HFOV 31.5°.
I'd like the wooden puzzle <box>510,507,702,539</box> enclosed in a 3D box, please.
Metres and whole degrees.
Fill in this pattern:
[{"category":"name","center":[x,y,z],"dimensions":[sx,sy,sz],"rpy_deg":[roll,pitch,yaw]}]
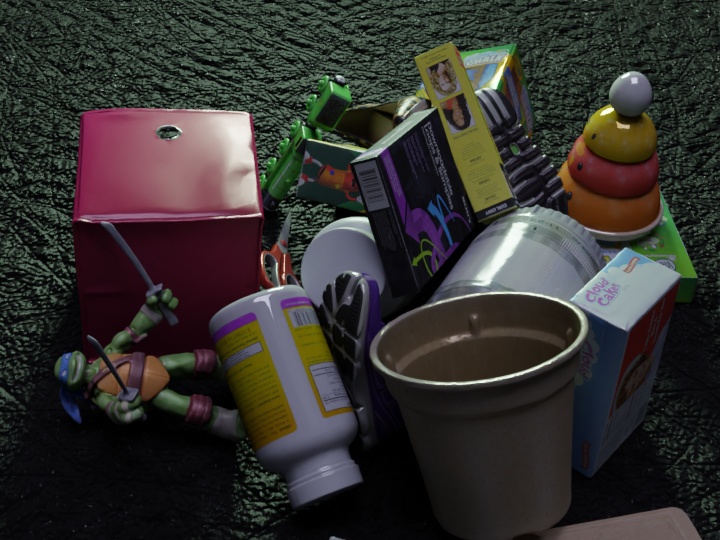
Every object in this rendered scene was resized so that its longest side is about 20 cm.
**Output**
[{"category":"wooden puzzle","center":[0.247,0.301,1.152],"dimensions":[0.199,0.037,0.185],"rpy_deg":[-3,39,-17]}]

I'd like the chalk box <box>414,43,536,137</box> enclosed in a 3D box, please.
[{"category":"chalk box","center":[0.155,-0.213,1.684],"dimensions":[0.123,0.125,0.200],"rpy_deg":[-6,34,24]}]

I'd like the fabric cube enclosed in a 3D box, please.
[{"category":"fabric cube","center":[-0.209,-0.039,1.392],"dimensions":[0.195,0.201,0.200],"rpy_deg":[-1,39,-9]}]

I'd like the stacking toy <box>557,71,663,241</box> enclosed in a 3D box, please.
[{"category":"stacking toy","center":[0.305,-0.149,1.519],"dimensions":[0.145,0.201,0.146],"rpy_deg":[3,38,-2]}]

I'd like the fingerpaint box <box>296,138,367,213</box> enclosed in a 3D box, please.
[{"category":"fingerpaint box","center":[0.032,-0.101,1.528],"dimensions":[0.166,0.074,0.200],"rpy_deg":[14,6,11]}]

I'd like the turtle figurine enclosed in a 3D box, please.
[{"category":"turtle figurine","center":[-0.192,0.089,1.250],"dimensions":[0.193,0.201,0.144],"rpy_deg":[15,20,-18]}]

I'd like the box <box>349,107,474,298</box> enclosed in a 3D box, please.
[{"category":"box","center":[0.058,-0.075,1.316],"dimensions":[0.036,0.144,0.200],"rpy_deg":[-12,16,24]}]

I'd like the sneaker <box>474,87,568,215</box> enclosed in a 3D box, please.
[{"category":"sneaker","center":[0.173,-0.120,1.551],"dimensions":[0.075,0.201,0.115],"rpy_deg":[-27,3,-21]}]

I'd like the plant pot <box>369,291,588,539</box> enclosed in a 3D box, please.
[{"category":"plant pot","center":[0.121,0.142,1.187],"dimensions":[0.200,0.184,0.201],"rpy_deg":[-9,20,3]}]

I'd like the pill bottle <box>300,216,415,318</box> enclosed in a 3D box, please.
[{"category":"pill bottle","center":[0.000,0.000,1.364],"dimensions":[0.114,0.115,0.200],"rpy_deg":[13,3,9]}]

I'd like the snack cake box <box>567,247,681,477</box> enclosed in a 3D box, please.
[{"category":"snack cake box","center":[0.247,0.094,1.274],"dimensions":[0.067,0.201,0.115],"rpy_deg":[29,44,28]}]

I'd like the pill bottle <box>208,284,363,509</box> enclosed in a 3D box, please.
[{"category":"pill bottle","center":[-0.067,0.123,1.228],"dimensions":[0.104,0.104,0.201],"rpy_deg":[-16,77,-24]}]

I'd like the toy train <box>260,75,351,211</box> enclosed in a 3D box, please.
[{"category":"toy train","center":[-0.071,-0.151,1.562],"dimensions":[0.042,0.200,0.057],"rpy_deg":[22,32,-23]}]

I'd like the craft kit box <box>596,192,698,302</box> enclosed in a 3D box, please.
[{"category":"craft kit box","center":[0.291,-0.038,1.572],"dimensions":[0.199,0.049,0.198],"rpy_deg":[0,41,-6]}]

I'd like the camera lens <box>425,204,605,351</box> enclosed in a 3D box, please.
[{"category":"camera lens","center":[0.163,0.043,1.361],"dimensions":[0.159,0.160,0.200],"rpy_deg":[20,41,18]}]

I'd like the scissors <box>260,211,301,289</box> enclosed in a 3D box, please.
[{"category":"scissors","center":[-0.097,-0.029,1.508],"dimensions":[0.073,0.014,0.200],"rpy_deg":[35,27,-30]}]

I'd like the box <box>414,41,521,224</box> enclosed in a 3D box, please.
[{"category":"box","center":[0.122,-0.154,1.449],"dimensions":[0.050,0.201,0.075],"rpy_deg":[-22,-6,11]}]

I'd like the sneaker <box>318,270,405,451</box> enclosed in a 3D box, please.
[{"category":"sneaker","center":[0.012,0.082,1.264],"dimensions":[0.083,0.201,0.081],"rpy_deg":[-22,37,-21]}]

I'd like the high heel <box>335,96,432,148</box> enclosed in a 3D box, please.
[{"category":"high heel","center":[0.016,-0.169,1.488],"dimensions":[0.142,0.072,0.200],"rpy_deg":[7,3,12]}]

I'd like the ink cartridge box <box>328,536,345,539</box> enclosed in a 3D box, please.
[{"category":"ink cartridge box","center":[0.011,0.330,1.045],"dimensions":[0.145,0.084,0.200],"rpy_deg":[13,39,10]}]
